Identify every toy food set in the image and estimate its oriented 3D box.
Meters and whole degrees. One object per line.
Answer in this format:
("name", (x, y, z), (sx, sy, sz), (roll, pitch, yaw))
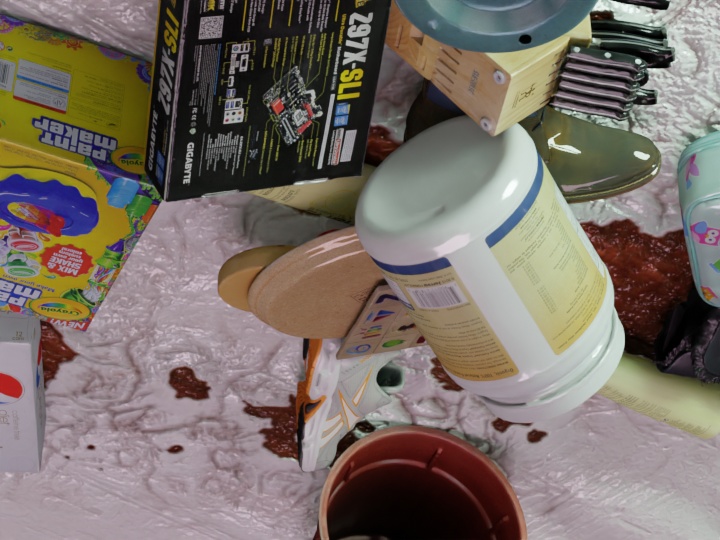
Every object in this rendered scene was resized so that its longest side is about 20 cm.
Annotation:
("toy food set", (0.000, 0.000, 1.671), (0.199, 0.049, 0.197), (-30, 153, 31))

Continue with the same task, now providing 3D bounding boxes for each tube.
("tube", (-0.023, -0.067, 1.630), (0.199, 0.058, 0.052), (17, 95, -31))
("tube", (0.230, 0.093, 1.807), (0.199, 0.052, 0.058), (20, 133, -22))

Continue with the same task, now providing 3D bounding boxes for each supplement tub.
("supplement tub", (0.100, 0.001, 1.526), (0.144, 0.145, 0.201), (-19, 126, 22))

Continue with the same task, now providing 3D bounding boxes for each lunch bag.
("lunch bag", (0.350, -0.051, 1.620), (0.198, 0.078, 0.161), (-9, 139, 12))

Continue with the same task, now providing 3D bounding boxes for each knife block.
("knife block", (0.125, -0.181, 1.488), (0.175, 0.200, 0.064), (-33, 154, -33))

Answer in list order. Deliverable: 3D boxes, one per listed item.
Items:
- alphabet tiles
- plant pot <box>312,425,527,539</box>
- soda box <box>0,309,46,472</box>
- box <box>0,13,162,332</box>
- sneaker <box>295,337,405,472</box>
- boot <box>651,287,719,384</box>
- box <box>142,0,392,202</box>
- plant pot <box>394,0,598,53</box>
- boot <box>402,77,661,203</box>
("alphabet tiles", (0.081, 0.018, 1.690), (0.166, 0.008, 0.200), (-8, 156, -21))
("plant pot", (0.031, 0.279, 1.954), (0.199, 0.202, 0.196), (11, 148, -13))
("soda box", (-0.314, 0.097, 1.823), (0.067, 0.064, 0.201), (3, 142, -4))
("box", (-0.264, -0.077, 1.562), (0.199, 0.123, 0.193), (16, 140, -18))
("sneaker", (-0.009, 0.114, 1.835), (0.091, 0.076, 0.201), (1, 142, -8))
("boot", (0.362, 0.052, 1.745), (0.167, 0.077, 0.200), (19, 144, -27))
("box", (-0.064, -0.149, 1.447), (0.159, 0.049, 0.201), (-11, 130, -25))
("plant pot", (0.084, -0.246, 1.295), (0.198, 0.189, 0.201), (0, 141, 0))
("boot", (0.132, -0.108, 1.555), (0.198, 0.075, 0.097), (3, 144, 0))
